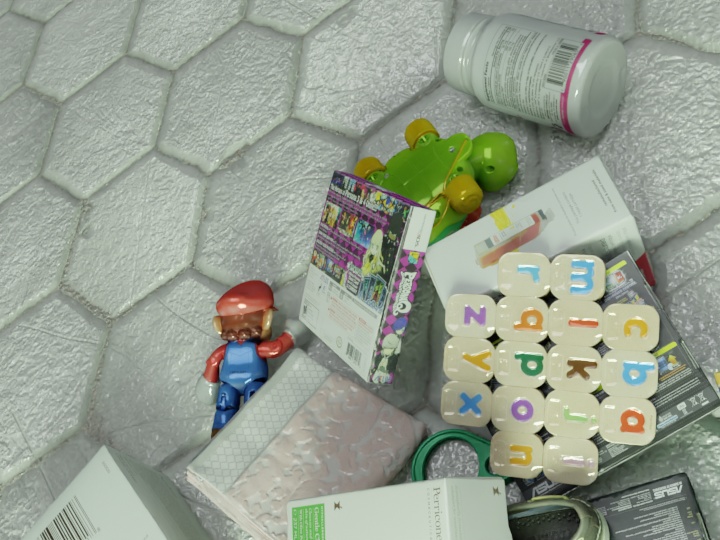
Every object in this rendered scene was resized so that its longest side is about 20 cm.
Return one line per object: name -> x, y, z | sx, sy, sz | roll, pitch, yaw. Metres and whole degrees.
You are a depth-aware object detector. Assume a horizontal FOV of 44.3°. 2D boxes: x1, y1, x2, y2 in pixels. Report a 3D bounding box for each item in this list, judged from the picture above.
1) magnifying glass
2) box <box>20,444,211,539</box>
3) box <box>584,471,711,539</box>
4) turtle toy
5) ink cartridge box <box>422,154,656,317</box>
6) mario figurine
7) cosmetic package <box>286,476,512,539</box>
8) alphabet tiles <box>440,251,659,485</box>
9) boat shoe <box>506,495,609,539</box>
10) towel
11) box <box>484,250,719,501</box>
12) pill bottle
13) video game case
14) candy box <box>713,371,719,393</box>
magnifying glass -> 0.143, 0.195, 0.884 | 0.196, 0.022, 0.081 | -11, 58, 26
box -> -0.263, 0.341, 0.954 | 0.200, 0.131, 0.199 | -48, 52, -4
box -> 0.217, 0.285, 0.773 | 0.197, 0.044, 0.163 | -22, 54, 17
turtle toy -> 0.094, -0.096, 1.027 | 0.198, 0.101, 0.147 | -35, 52, 6
ink cartridge box -> 0.182, -0.002, 0.896 | 0.197, 0.145, 0.085 | -28, 54, 12
mario figurine -> -0.128, 0.111, 1.065 | 0.106, 0.121, 0.205 | 139, 136, -59
cosmetic package -> 0.030, 0.242, 0.763 | 0.198, 0.084, 0.110 | -23, 63, 42
alphabet tiles -> 0.169, 0.087, 0.803 | 0.191, 0.015, 0.205 | 2, 87, 19
boat shoe -> 0.117, 0.247, 0.783 | 0.199, 0.060, 0.073 | -25, 54, 19
towel -> -0.058, 0.191, 0.933 | 0.189, 0.033, 0.200 | 28, 57, 28
box -> 0.207, 0.104, 0.828 | 0.198, 0.044, 0.162 | -34, 71, 14
pill bottle -> 0.201, -0.237, 1.042 | 0.198, 0.113, 0.114 | 27, 77, 37
video game case -> 0.000, 0.000, 0.958 | 0.199, 0.035, 0.185 | 32, 110, 61
candy box -> 0.406, 0.159, 0.719 | 0.166, 0.077, 0.203 | -21, 53, 18
